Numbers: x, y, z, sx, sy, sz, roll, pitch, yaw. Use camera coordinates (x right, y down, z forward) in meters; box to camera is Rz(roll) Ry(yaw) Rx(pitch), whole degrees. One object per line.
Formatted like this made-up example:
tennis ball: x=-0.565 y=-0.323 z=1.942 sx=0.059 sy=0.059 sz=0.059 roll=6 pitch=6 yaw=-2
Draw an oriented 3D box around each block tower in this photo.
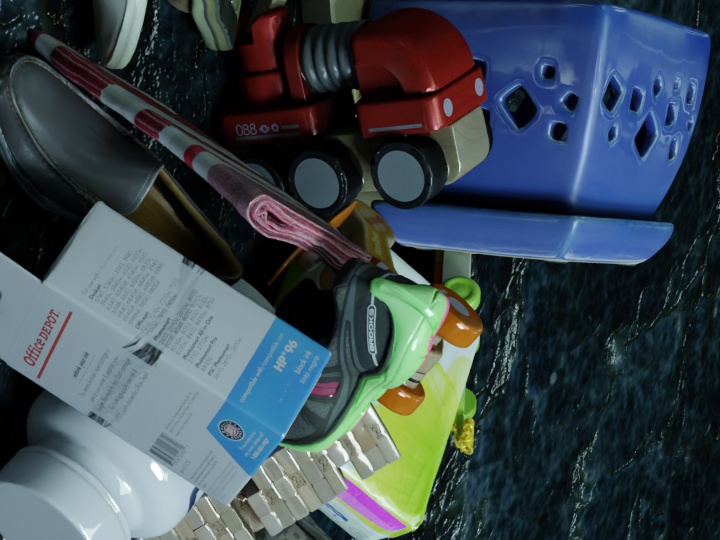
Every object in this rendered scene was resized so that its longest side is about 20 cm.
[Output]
block tower: x=-0.074 y=0.145 z=1.258 sx=0.199 sy=0.054 sz=0.058 roll=-30 pitch=114 yaw=0

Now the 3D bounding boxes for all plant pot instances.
plant pot: x=0.126 y=-0.099 z=1.405 sx=0.200 sy=0.199 sz=0.181 roll=1 pitch=95 yaw=-57

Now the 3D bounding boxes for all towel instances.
towel: x=-0.096 y=-0.067 z=1.129 sx=0.023 sy=0.200 sz=0.144 roll=-55 pitch=150 yaw=2

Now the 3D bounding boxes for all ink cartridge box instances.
ink cartridge box: x=-0.130 y=0.039 z=1.100 sx=0.068 sy=0.200 sz=0.116 roll=-59 pitch=-176 yaw=-34

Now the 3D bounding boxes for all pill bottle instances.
pill bottle: x=-0.140 y=0.097 z=1.209 sx=0.200 sy=0.119 sz=0.120 roll=-49 pitch=142 yaw=-36

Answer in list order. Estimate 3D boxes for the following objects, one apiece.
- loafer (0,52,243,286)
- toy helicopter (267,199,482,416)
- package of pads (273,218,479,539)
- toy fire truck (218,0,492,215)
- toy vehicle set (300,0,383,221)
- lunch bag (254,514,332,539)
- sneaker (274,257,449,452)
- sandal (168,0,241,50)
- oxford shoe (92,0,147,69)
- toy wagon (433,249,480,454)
loafer: x=-0.143 y=-0.056 z=1.132 sx=0.200 sy=0.072 sz=0.073 roll=48 pitch=49 yaw=-33
toy helicopter: x=0.000 y=0.000 z=1.289 sx=0.079 sy=0.132 sz=0.200 roll=-50 pitch=-160 yaw=18
package of pads: x=0.001 y=0.079 z=1.379 sx=0.154 sy=0.068 sz=0.201 roll=40 pitch=48 yaw=-24
toy fire truck: x=-0.009 y=-0.152 z=1.274 sx=0.129 sy=0.175 sz=0.201 roll=-36 pitch=118 yaw=-53
toy vehicle set: x=0.008 y=-0.139 z=1.435 sx=0.124 sy=0.026 sz=0.201 roll=-41 pitch=137 yaw=-44
lunch bag: x=-0.090 y=0.269 z=1.372 sx=0.200 sy=0.118 sz=0.164 roll=-41 pitch=143 yaw=-9
sneaker: x=-0.017 y=0.045 z=1.146 sx=0.077 sy=0.084 sz=0.200 roll=-59 pitch=-173 yaw=-36
sandal: x=-0.105 y=-0.194 z=1.169 sx=0.201 sy=0.057 sz=0.080 roll=91 pitch=12 yaw=-68
oxford shoe: x=-0.149 y=-0.213 z=1.110 sx=0.057 sy=0.075 sz=0.201 roll=-4 pitch=123 yaw=-18
toy wagon: x=0.076 y=0.057 z=1.543 sx=0.156 sy=0.039 sz=0.201 roll=88 pitch=7 yaw=-49
